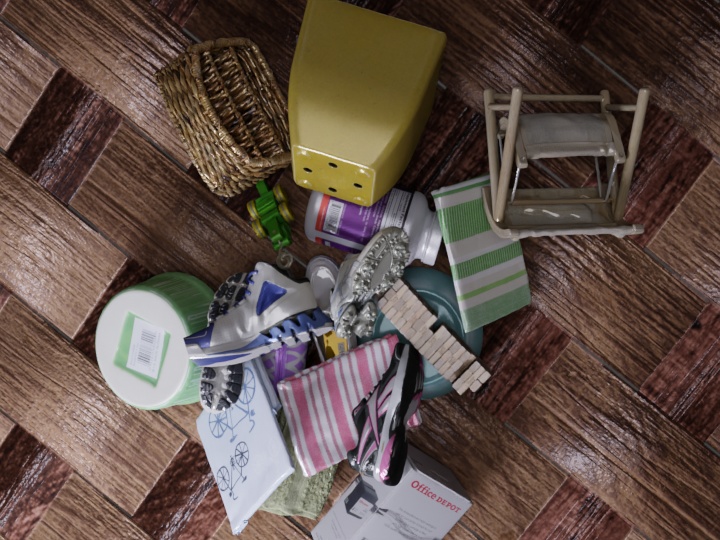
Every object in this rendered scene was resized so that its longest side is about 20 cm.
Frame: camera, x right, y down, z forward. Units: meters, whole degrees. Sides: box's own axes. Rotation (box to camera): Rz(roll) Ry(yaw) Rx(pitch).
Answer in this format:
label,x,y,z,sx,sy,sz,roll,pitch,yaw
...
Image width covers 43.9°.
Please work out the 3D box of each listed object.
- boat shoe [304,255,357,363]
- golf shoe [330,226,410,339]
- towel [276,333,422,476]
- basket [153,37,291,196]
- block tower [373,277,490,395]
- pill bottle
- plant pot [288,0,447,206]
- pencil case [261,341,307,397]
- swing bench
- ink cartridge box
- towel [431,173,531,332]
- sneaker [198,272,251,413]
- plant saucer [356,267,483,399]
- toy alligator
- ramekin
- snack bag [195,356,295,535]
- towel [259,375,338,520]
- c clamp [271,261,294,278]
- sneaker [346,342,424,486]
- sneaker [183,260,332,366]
label,x,y,z,sx,sy,sz,roll,pitch,yaw
boat shoe,-0.044,0.077,1.336,0.069,0.070,0.205,-10,88,9
golf shoe,0.000,0.000,1.242,0.077,0.098,0.202,1,135,-32
towel,-0.014,0.195,1.298,0.197,0.030,0.149,-21,102,-18
basket,-0.185,-0.228,1.279,0.147,0.143,0.203,-27,86,7
block tower,0.103,0.093,1.300,0.054,0.058,0.200,-44,89,7
pill bottle,0.023,-0.073,1.297,0.196,0.112,0.115,17,98,3
plant pot,-0.008,-0.209,1.208,0.190,0.196,0.204,17,69,4
pencil case,-0.123,0.157,1.351,0.082,0.085,0.205,4,96,7
swing bench,0.277,-0.149,1.234,0.194,0.130,0.205,-1,99,-12
ink cartridge box,0.046,0.366,1.326,0.144,0.084,0.201,35,100,-33
towel,0.177,-0.031,1.287,0.023,0.151,0.205,-7,98,51
sneaker,-0.191,0.100,1.269,0.076,0.080,0.204,18,79,-13
plant saucer,0.087,0.099,1.348,0.195,0.036,0.205,1,97,6
toy alligator,-0.120,-0.061,1.307,0.059,0.054,0.202,-29,48,8
ramekin,-0.298,0.108,1.330,0.196,0.097,0.205,2,96,23
snack bag,-0.165,0.246,1.286,0.189,0.021,0.202,-51,52,33
towel,-0.083,0.266,1.331,0.036,0.147,0.204,13,85,48
c clamp,-0.141,0.090,1.302,0.199,0.027,0.174,-38,62,40
sneaker,0.029,0.193,1.262,0.085,0.081,0.204,6,65,25
sneaker,-0.145,0.053,1.208,0.195,0.081,0.118,-15,76,-7
